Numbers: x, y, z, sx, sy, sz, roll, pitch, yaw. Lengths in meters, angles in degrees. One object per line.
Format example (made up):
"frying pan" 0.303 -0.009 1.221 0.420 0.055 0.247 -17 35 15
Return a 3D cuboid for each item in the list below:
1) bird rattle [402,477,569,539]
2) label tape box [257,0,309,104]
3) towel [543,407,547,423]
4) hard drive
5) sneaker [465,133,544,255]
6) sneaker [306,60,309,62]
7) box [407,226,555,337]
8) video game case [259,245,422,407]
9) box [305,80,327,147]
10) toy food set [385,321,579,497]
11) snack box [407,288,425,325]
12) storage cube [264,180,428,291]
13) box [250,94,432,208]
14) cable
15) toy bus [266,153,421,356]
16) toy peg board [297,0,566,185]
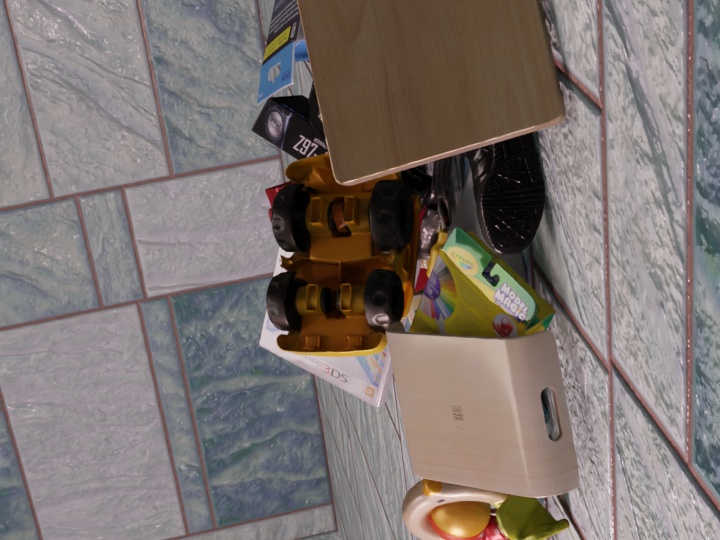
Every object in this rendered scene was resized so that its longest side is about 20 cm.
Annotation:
"bird rattle" 0.122 0.240 1.373 0.200 0.162 0.113 112 165 -61
"label tape box" -0.045 -0.270 1.394 0.143 0.066 0.202 172 108 -73
"towel" 0.129 0.074 1.398 0.200 0.022 0.148 -157 46 -76
"hard drive" 0.127 -0.016 1.406 0.200 0.026 0.133 102 156 -70
"sneaker" 0.117 -0.117 1.215 0.104 0.059 0.202 -156 60 -79
"sneaker" 0.025 -0.244 1.709 0.201 0.108 0.068 36 107 33
"box" 0.108 0.054 1.282 0.117 0.048 0.201 46 145 22
"video game case" -0.028 0.038 1.622 0.022 0.181 0.201 -26 -44 -54
"box" 0.016 -0.230 1.425 0.164 0.085 0.201 -119 43 -67
"toy food set" 0.109 0.120 1.249 0.199 0.060 0.145 0 104 49
"snack box" 0.105 0.113 1.442 0.116 0.037 0.201 157 91 -80
"storage cube" -0.006 -0.047 1.740 0.171 0.199 0.181 -162 55 -81
"box" -0.014 -0.130 1.565 0.044 0.199 0.160 -59 -6 13
"cable" 0.100 -0.074 1.546 0.097 0.050 0.201 -65 -13 -55
"toy bus" 0.000 0.000 1.412 0.192 0.135 0.202 34 -122 -65
"toy peg board" 0.065 -0.189 1.142 0.098 0.198 0.202 3 -107 -67
